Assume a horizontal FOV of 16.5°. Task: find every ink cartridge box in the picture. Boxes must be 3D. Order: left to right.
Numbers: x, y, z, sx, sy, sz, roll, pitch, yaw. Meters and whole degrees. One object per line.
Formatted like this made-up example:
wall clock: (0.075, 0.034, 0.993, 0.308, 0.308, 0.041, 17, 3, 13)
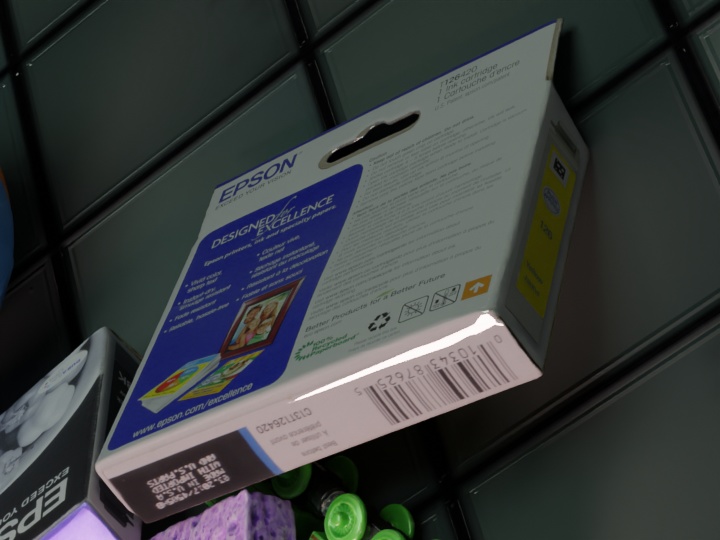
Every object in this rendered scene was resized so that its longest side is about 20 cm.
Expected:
ink cartridge box: (-0.171, 0.143, 1.075, 0.198, 0.043, 0.200, -40, 24, 17)
ink cartridge box: (0.000, 0.000, 1.033, 0.197, 0.047, 0.200, -24, 26, 30)

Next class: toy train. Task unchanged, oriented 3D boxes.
toy train: (0.002, 0.122, 0.994, 0.200, 0.042, 0.057, 38, 105, 45)

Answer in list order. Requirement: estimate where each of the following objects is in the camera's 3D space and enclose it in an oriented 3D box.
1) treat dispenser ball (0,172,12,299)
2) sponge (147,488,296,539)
treat dispenser ball: (-0.264, -0.015, 1.166, 0.200, 0.201, 0.202, -19, 57, 32)
sponge: (-0.099, 0.174, 1.033, 0.200, 0.030, 0.112, -29, 50, 41)
